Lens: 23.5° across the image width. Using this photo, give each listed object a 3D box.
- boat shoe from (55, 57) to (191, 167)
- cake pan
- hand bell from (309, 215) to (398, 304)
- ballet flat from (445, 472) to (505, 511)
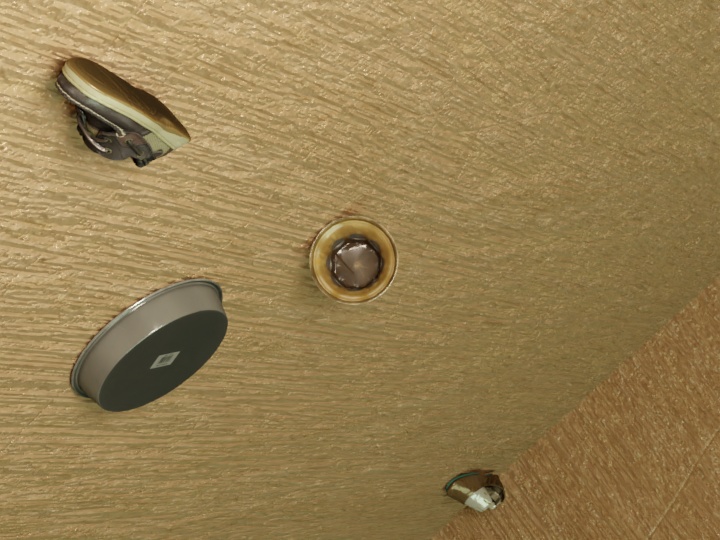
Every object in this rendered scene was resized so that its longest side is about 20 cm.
[{"bbox_3d":[-0.208,-0.125,1.483,0.065,0.073,0.200,-47,159,6],"label":"boat shoe"},{"bbox_3d":[-0.229,0.089,1.939,0.200,0.037,0.200,-33,158,-15],"label":"cake pan"},{"bbox_3d":[0.000,0.000,2.103,0.104,0.104,0.200,-38,172,-1],"label":"hand bell"},{"bbox_3d":[0.233,0.434,3.363,0.068,0.072,0.200,-44,158,14],"label":"ballet flat"}]
